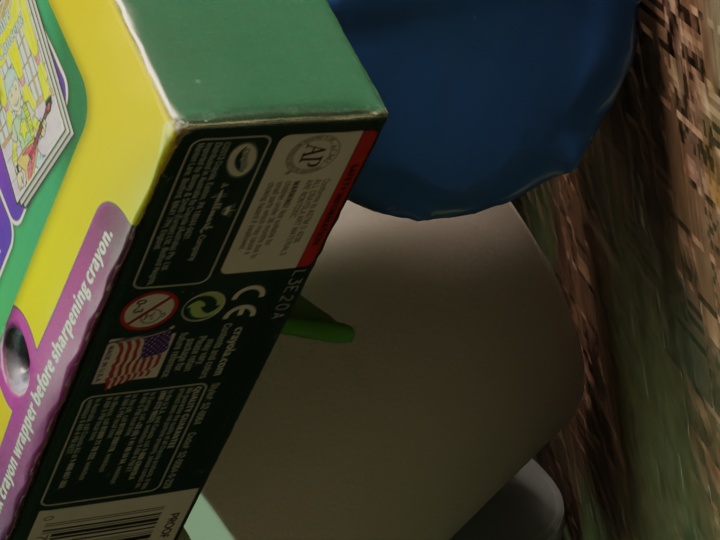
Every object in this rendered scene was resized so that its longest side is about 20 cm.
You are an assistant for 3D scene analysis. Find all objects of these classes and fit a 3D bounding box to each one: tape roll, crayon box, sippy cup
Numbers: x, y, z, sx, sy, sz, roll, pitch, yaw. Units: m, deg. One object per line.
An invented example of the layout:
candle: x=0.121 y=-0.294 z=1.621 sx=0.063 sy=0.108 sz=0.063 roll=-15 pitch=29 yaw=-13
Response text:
tape roll: x=-0.042 y=0.022 z=0.795 sx=0.203 sy=0.139 sz=0.203 roll=41 pitch=159 yaw=20
crayon box: x=-0.081 y=-0.034 z=0.598 sx=0.173 sy=0.058 sz=0.200 roll=64 pitch=145 yaw=31
sippy cup: x=0.005 y=-0.077 z=0.613 sx=0.130 sy=0.139 sz=0.179 roll=48 pitch=160 yaw=61

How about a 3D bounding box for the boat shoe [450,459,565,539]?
boat shoe: x=-0.016 y=0.100 z=0.926 sx=0.071 sy=0.199 sz=0.091 roll=-54 pitch=-29 yaw=-48
